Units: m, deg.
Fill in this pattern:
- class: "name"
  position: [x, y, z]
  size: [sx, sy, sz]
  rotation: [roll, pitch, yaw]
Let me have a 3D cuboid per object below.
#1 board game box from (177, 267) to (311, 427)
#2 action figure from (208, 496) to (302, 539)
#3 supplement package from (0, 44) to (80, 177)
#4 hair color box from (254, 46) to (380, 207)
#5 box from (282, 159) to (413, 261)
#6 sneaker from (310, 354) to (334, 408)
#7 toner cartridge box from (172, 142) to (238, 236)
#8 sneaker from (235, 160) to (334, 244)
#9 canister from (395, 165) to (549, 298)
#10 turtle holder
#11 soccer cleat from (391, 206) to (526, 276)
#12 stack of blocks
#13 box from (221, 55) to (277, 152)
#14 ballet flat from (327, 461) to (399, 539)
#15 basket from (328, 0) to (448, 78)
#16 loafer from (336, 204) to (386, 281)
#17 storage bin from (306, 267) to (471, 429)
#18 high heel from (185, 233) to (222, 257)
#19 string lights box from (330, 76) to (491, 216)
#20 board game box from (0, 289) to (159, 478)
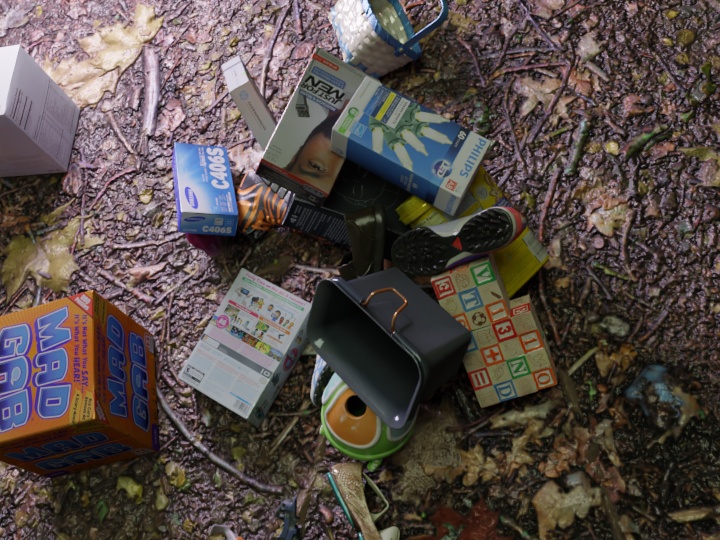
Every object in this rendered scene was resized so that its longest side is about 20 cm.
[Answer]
- class: "board game box"
  position: [-0.172, 0.119, 1.384]
  size: [0.146, 0.064, 0.202]
  rotation: [25, 78, 24]
- class: "action figure"
  position: [-0.115, 0.398, 1.225]
  size: [0.190, 0.104, 0.204]
  rotation: [9, 94, 15]
- class: "supplement package"
  position: [-0.663, -0.287, 1.632]
  size: [0.187, 0.200, 0.150]
  rotation: [-3, 66, 15]
- class: "hair color box"
  position: [-0.060, -0.208, 1.276]
  size: [0.110, 0.064, 0.203]
  rotation: [26, 70, -8]
- class: "box"
  position: [0.000, -0.149, 1.373]
  size: [0.193, 0.124, 0.203]
  rotation: [17, 70, -8]
- class: "sneaker"
  position: [-0.039, 0.112, 1.352]
  size: [0.072, 0.071, 0.204]
  rotation: [-1, 68, 48]
- class: "toner cartridge box"
  position: [-0.262, -0.138, 1.475]
  size: [0.093, 0.044, 0.202]
  rotation: [2, 40, -18]
- class: "sneaker"
  position: [-0.129, -0.081, 1.461]
  size: [0.199, 0.077, 0.113]
  rotation: [40, 97, 22]
- class: "canister"
  position: [0.166, -0.055, 1.288]
  size: [0.148, 0.086, 0.201]
  rotation: [-39, 94, -20]
- class: "turtle holder"
  position: [0.030, 0.175, 1.249]
  size: [0.183, 0.133, 0.141]
  rotation: [-22, 52, -26]
- class: "soccer cleat"
  position: [0.133, -0.039, 1.202]
  size: [0.198, 0.073, 0.069]
  rotation: [-18, 85, 34]
- class: "stack of blocks"
  position: [0.186, 0.075, 1.223]
  size: [0.113, 0.059, 0.203]
  rotation: [-20, 105, 16]
- class: "box"
  position: [-0.169, -0.258, 1.447]
  size: [0.041, 0.157, 0.201]
  rotation: [-29, 26, 3]
- class: "ballet flat"
  position: [0.017, 0.354, 1.224]
  size: [0.064, 0.071, 0.202]
  rotation: [-21, 65, -10]
- class: "basket"
  position: [0.050, -0.443, 1.508]
  size: [0.199, 0.138, 0.179]
  rotation: [-36, 57, 34]
- class: "loafer"
  position: [0.000, 0.000, 1.291]
  size: [0.070, 0.073, 0.204]
  rotation: [3, 108, 0]
- class: "storage bin"
  position: [0.046, 0.079, 1.166]
  size: [0.133, 0.147, 0.200]
  rotation: [-23, 53, -40]
- class: "high heel"
  position: [-0.288, -0.122, 1.505]
  size: [0.066, 0.096, 0.203]
  rotation: [-19, 63, 8]
- class: "string lights box"
  position: [0.068, -0.172, 1.218]
  size: [0.198, 0.059, 0.104]
  rotation: [28, 68, 7]
- class: "board game box"
  position: [-0.447, 0.182, 1.362]
  size: [0.196, 0.200, 0.203]
  rotation: [-15, 63, 10]
